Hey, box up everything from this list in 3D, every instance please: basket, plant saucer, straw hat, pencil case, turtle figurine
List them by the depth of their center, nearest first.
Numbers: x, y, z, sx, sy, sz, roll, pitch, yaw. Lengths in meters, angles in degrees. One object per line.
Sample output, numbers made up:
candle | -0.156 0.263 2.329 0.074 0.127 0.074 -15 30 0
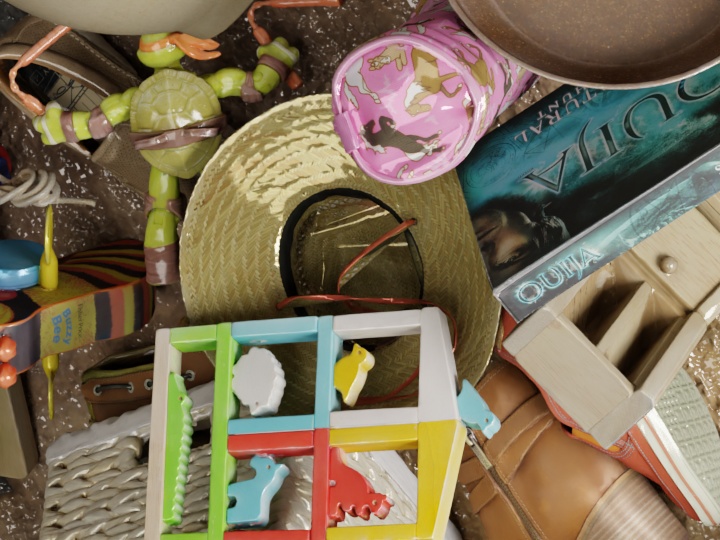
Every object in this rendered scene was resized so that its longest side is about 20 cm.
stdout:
plant saucer | 0.134 -0.180 1.495 0.199 0.201 0.037 25 163 14
pencil case | 0.045 -0.107 1.533 0.083 0.200 0.087 33 112 3
straw hat | 0.000 0.000 1.641 0.200 0.085 0.203 1 92 18
turtle figurine | -0.093 -0.079 1.659 0.199 0.064 0.162 -14 107 -3
basket | -0.069 0.190 1.709 0.197 0.161 0.200 -18 133 26

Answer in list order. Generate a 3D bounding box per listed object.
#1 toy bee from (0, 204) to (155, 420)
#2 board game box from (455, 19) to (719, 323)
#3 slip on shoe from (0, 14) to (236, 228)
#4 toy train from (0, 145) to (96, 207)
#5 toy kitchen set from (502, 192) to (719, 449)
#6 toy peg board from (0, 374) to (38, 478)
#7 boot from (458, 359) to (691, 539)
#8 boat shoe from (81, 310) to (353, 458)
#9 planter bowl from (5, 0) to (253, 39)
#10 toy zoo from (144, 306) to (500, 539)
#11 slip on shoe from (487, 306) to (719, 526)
toy bee | -0.205 0.038 1.722 0.109 0.199 0.131 44 159 54
board game box | 0.145 -0.070 1.493 0.199 0.136 0.028 -34 122 13
slip on shoe | -0.137 -0.081 1.721 0.200 0.061 0.076 42 124 3
toy train | -0.249 -0.101 1.763 0.199 0.085 0.117 2 101 26
toy kitchen set | 0.221 0.003 1.511 0.163 0.180 0.200 45 124 0
toy peg board | -0.332 0.059 1.844 0.198 0.098 0.201 7 124 23
boot | 0.091 0.156 1.713 0.155 0.077 0.200 47 137 10
boat shoe | -0.093 0.058 1.757 0.199 0.072 0.068 -26 94 28
planter bowl | -0.112 -0.210 1.587 0.134 0.201 0.200 31 127 -22
toy zoo | -0.021 0.089 1.573 0.199 0.020 0.132 -4 71 18
slip on shoe | 0.145 0.075 1.625 0.061 0.074 0.200 -28 122 30
